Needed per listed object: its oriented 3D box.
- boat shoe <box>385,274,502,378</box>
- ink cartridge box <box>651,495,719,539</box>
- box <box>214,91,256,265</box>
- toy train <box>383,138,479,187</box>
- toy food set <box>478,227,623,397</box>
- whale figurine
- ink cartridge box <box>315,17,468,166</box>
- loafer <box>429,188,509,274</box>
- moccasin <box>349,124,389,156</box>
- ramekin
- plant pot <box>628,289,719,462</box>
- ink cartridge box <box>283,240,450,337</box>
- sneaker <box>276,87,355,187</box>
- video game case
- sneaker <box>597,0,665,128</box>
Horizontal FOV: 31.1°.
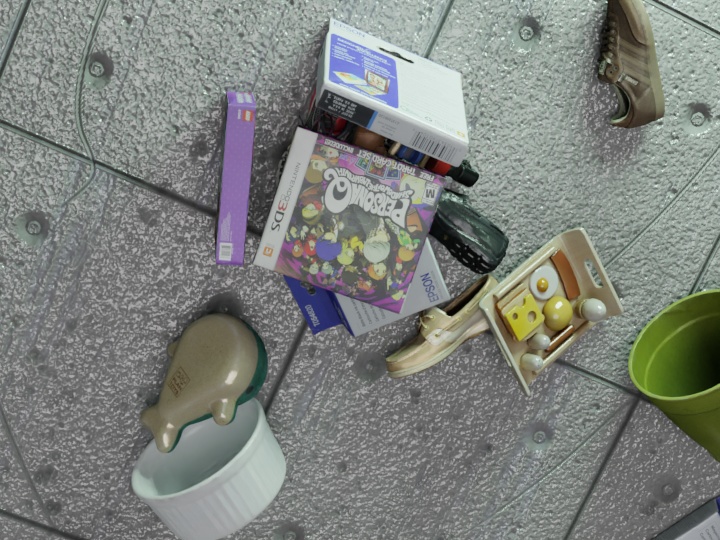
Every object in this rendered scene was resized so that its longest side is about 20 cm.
[{"bbox_3d":[0.112,0.074,1.776,0.199,0.074,0.070,-32,104,-9],"label":"boat shoe"},{"bbox_3d":[0.538,0.454,1.949,0.199,0.043,0.197,-33,106,3],"label":"ink cartridge box"},{"bbox_3d":[-0.160,-0.120,1.648,0.039,0.137,0.202,4,104,-8],"label":"box"},{"bbox_3d":[0.095,-0.141,1.671,0.199,0.046,0.034,16,113,-53],"label":"toy train"},{"bbox_3d":[0.263,0.056,1.765,0.200,0.060,0.144,-38,109,-24],"label":"toy food set"},{"bbox_3d":[-0.204,0.154,1.725,0.200,0.159,0.104,-50,143,7],"label":"whale figurine"},{"bbox_3d":[0.040,-0.228,1.630,0.197,0.201,0.044,21,122,-12],"label":"ink cartridge box"},{"bbox_3d":[0.116,-0.078,1.743,0.200,0.068,0.071,40,58,-7],"label":"loafer"},{"bbox_3d":[0.004,-0.101,1.695,0.077,0.074,0.203,22,112,3],"label":"moccasin"},{"bbox_3d":[-0.195,0.266,1.717,0.199,0.201,0.098,-30,115,1],"label":"ramekin"},{"bbox_3d":[0.506,0.166,1.805,0.200,0.201,0.193,-36,119,2],"label":"plant pot"},{"bbox_3d":[0.000,0.000,1.703,0.198,0.041,0.200,-21,134,4],"label":"ink cartridge box"},{"bbox_3d":[-0.056,-0.158,1.686,0.080,0.075,0.202,15,102,-12],"label":"sneaker"},{"bbox_3d":[-0.014,-0.063,1.603,0.198,0.036,0.183,19,99,-4],"label":"video game case"},{"bbox_3d":[0.348,-0.285,1.714,0.075,0.070,0.202,-19,106,-2],"label":"sneaker"}]
